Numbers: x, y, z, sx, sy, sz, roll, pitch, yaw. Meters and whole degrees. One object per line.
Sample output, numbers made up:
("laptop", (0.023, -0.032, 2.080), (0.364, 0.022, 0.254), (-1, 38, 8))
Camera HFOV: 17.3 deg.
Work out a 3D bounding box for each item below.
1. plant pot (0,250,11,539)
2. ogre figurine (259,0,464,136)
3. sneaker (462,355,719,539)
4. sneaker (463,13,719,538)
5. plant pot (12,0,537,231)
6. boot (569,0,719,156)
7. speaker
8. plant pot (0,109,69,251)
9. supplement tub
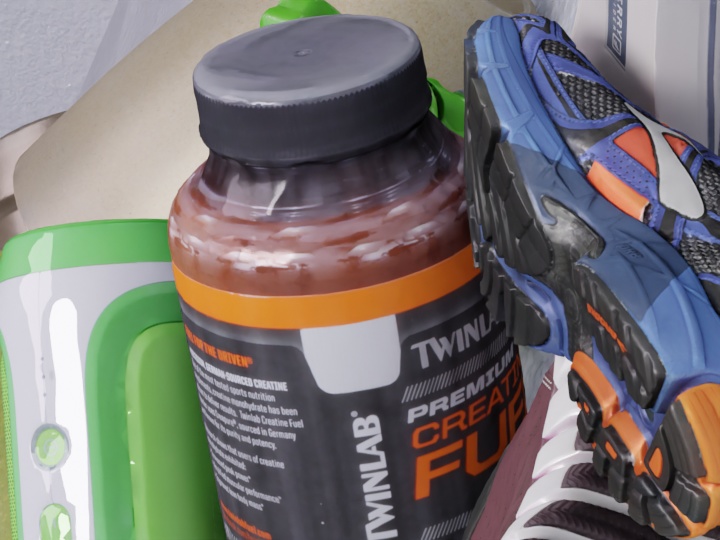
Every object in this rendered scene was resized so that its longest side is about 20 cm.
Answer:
("plant pot", (-0.123, 0.119, 1.054), (0.201, 0.200, 0.184), (-64, 25, 26))
("ogre figurine", (0.000, 0.000, 0.887), (0.098, 0.120, 0.200), (-6, 87, 53))
("sneaker", (0.060, 0.101, 0.666), (0.200, 0.076, 0.116), (-68, 3, -47))
("sneaker", (0.080, -0.006, 0.641), (0.200, 0.078, 0.075), (-116, 20, -47))
("plant pot", (-0.020, -0.065, 1.041), (0.200, 0.187, 0.187), (-50, 20, 20))
("boot", (0.114, -0.075, 0.710), (0.200, 0.090, 0.073), (89, 157, -50))
("speaker", (-0.081, 0.086, 0.821), (0.088, 0.088, 0.200), (152, 114, -71))
("plant pot", (-0.113, 0.034, 1.259), (0.200, 0.200, 0.174), (129, 140, -55))
("supplement tub", (-0.002, 0.023, 0.755), (0.107, 0.107, 0.200), (-98, -2, -64))
